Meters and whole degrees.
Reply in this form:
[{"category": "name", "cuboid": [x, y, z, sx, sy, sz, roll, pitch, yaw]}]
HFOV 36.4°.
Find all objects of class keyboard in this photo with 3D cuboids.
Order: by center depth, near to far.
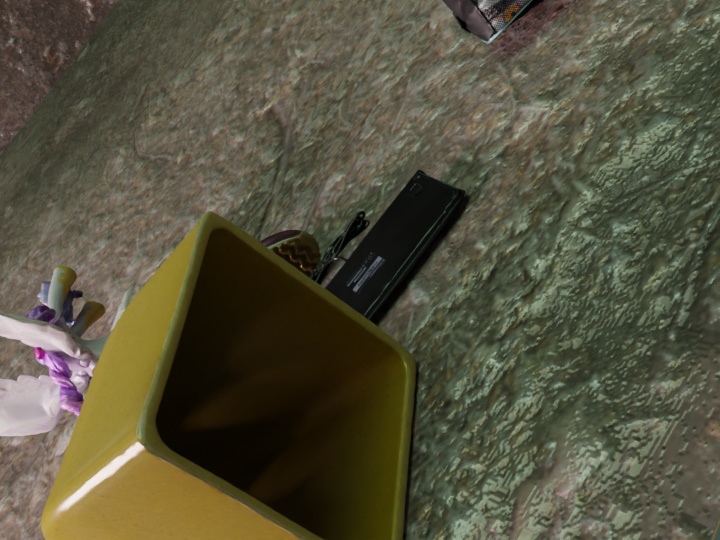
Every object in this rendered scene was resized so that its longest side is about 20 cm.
[{"category": "keyboard", "cuboid": [0.000, 0.000, 0.921, 0.200, 0.021, 0.127, -51, 32, -3]}]

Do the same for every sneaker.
[{"category": "sneaker", "cuboid": [-0.121, 0.026, 1.012, 0.200, 0.075, 0.090, -44, 32, 10]}]

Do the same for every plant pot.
[{"category": "plant pot", "cuboid": [-0.103, 0.124, 0.741, 0.200, 0.195, 0.195, -37, 29, 34]}]

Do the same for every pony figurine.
[{"category": "pony figurine", "cuboid": [-0.295, 0.084, 1.109, 0.200, 0.192, 0.167, -89, 12, -50]}]

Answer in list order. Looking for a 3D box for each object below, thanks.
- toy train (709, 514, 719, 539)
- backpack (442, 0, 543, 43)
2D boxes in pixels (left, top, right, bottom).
[{"category": "toy train", "cuboid": [0.190, 0.108, 0.431, 0.200, 0.085, 0.114, -63, 17, -19]}, {"category": "backpack", "cuboid": [0.144, -0.330, 0.974, 0.200, 0.153, 0.176, -31, 26, 21]}]
